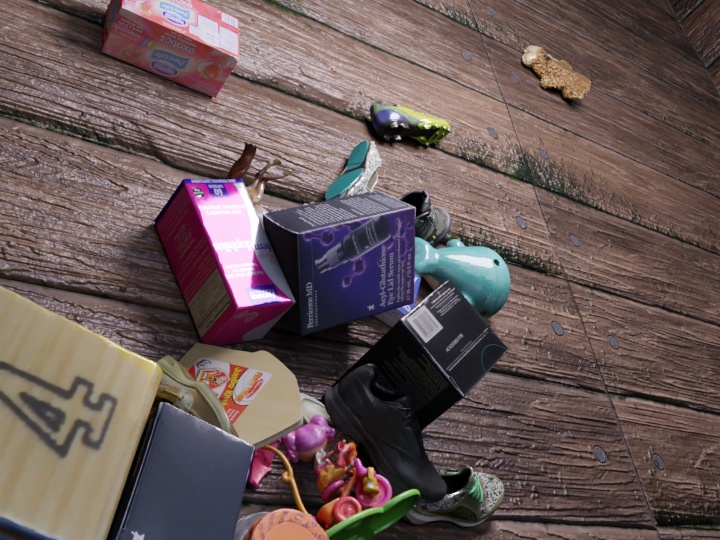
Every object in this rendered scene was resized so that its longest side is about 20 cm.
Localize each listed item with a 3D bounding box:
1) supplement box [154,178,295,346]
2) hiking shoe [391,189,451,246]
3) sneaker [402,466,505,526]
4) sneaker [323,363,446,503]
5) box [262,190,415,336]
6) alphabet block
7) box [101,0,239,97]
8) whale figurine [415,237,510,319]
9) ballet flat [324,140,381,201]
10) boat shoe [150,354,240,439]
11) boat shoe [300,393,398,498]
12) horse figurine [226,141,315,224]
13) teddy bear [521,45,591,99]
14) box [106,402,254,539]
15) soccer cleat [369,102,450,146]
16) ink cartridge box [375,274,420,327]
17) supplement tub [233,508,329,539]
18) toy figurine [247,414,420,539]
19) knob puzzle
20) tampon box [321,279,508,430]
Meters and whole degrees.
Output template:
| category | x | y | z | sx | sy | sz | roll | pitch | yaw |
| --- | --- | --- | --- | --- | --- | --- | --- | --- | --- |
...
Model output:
| category | x | y | z | sx | sy | sz | roll | pitch | yaw |
| --- | --- | --- | --- | --- | --- | --- | --- | --- | --- |
| supplement box | -0.184 | -0.013 | 1.135 | 0.100 | 0.103 | 0.203 | -6 | 63 | -45 |
| hiking shoe | 0.102 | -0.090 | 1.453 | 0.197 | 0.101 | 0.077 | -8 | 63 | -45 |
| sneaker | 0.140 | 0.303 | 1.165 | 0.197 | 0.089 | 0.078 | 6 | 53 | -39 |
| sneaker | 0.045 | 0.204 | 1.058 | 0.200 | 0.091 | 0.076 | 47 | 14 | -4 |
| box | -0.028 | -0.014 | 1.185 | 0.197 | 0.151 | 0.104 | -16 | 26 | -30 |
| alphabet block | -0.325 | 0.172 | 0.783 | 0.194 | 0.195 | 0.203 | 30 | 41 | -20 |
| box | -0.298 | -0.372 | 1.338 | 0.197 | 0.095 | 0.104 | 17 | 47 | -30 |
| whale figurine | 0.172 | 0.000 | 1.434 | 0.197 | 0.104 | 0.161 | 27 | 43 | -25 |
| ballet flat | -0.002 | -0.151 | 1.444 | 0.071 | 0.072 | 0.201 | 37 | 40 | -10 |
| boat shoe | -0.191 | 0.154 | 0.914 | 0.063 | 0.199 | 0.074 | -34 | 124 | -22 |
| boat shoe | -0.019 | 0.227 | 1.109 | 0.199 | 0.062 | 0.072 | 42 | 39 | -5 |
| horse figurine | -0.139 | -0.087 | 1.253 | 0.131 | 0.050 | 0.202 | -34 | 85 | -14 |
| teddy bear | 0.502 | -0.511 | 2.203 | 0.197 | 0.067 | 0.146 | 24 | 35 | -16 |
| box | -0.203 | 0.251 | 0.816 | 0.106 | 0.200 | 0.150 | 28 | 42 | -18 |
| soccer cleat | 0.100 | -0.293 | 1.651 | 0.197 | 0.065 | 0.085 | -2 | 56 | -42 |
| ink cartridge box | 0.000 | 0.000 | 1.330 | 0.198 | 0.044 | 0.095 | 34 | 42 | -15 |
| supplement tub | -0.113 | 0.320 | 0.838 | 0.121 | 0.200 | 0.124 | 23 | 43 | -24 |
| toy figurine | -0.057 | 0.240 | 1.002 | 0.197 | 0.151 | 0.185 | -25 | 62 | -22 |
| knob puzzle | -0.155 | 0.163 | 0.992 | 0.214 | 0.031 | 0.221 | -4 | 31 | 2 |
| tampon box | 0.071 | 0.139 | 1.155 | 0.127 | 0.200 | 0.149 | 49 | 38 | 6 |
